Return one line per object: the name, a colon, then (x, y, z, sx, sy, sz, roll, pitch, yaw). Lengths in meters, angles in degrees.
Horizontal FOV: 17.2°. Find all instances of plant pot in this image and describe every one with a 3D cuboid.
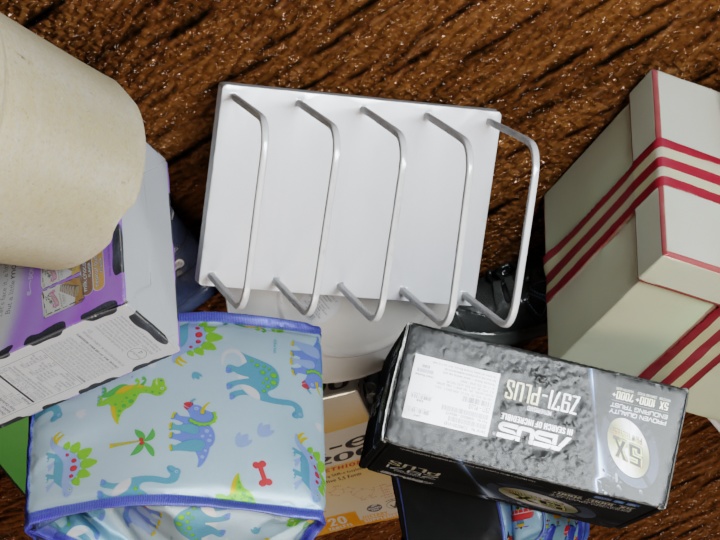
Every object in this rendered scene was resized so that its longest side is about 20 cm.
plant pot: (-0.242, -0.083, 1.498, 0.200, 0.201, 0.183, -33, 148, 29)

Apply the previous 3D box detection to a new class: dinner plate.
dinner plate: (0.000, 0.000, 1.699, 0.200, 0.024, 0.200, -12, 125, -18)

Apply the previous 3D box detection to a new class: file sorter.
file sorter: (0.007, -0.039, 1.591, 0.200, 0.125, 0.139, 4, 102, -17)

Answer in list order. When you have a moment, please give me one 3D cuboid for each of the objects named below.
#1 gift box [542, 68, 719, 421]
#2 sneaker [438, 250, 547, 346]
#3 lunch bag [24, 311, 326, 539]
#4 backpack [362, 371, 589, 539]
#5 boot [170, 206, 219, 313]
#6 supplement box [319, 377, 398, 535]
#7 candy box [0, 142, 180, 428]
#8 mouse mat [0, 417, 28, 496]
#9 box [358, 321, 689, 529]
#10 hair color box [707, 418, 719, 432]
gift box: (0.253, -0.021, 1.671, 0.200, 0.185, 0.187, 12, 144, -22)
sneaker: (0.136, 0.012, 1.797, 0.200, 0.073, 0.082, 1, 115, -6)
lunch bag: (-0.131, 0.121, 1.644, 0.200, 0.170, 0.127, 9, 138, -15)
backpack: (0.103, 0.155, 1.853, 0.134, 0.183, 0.200, -14, 166, 20)
boot: (-0.197, 0.029, 1.708, 0.200, 0.073, 0.090, -31, 120, 18)
supplement box: (-0.042, 0.133, 1.903, 0.126, 0.074, 0.200, -14, 143, 8)
candy box: (-0.227, 0.009, 1.621, 0.200, 0.168, 0.072, -23, 140, 20)
mouse mat: (-0.231, 0.151, 1.888, 0.161, 0.008, 0.200, 8, 149, 23)
box: (0.110, 0.112, 1.662, 0.200, 0.086, 0.164, 14, 168, -3)
hair color box: (0.366, 0.067, 1.904, 0.200, 0.065, 0.109, -25, 140, 19)
